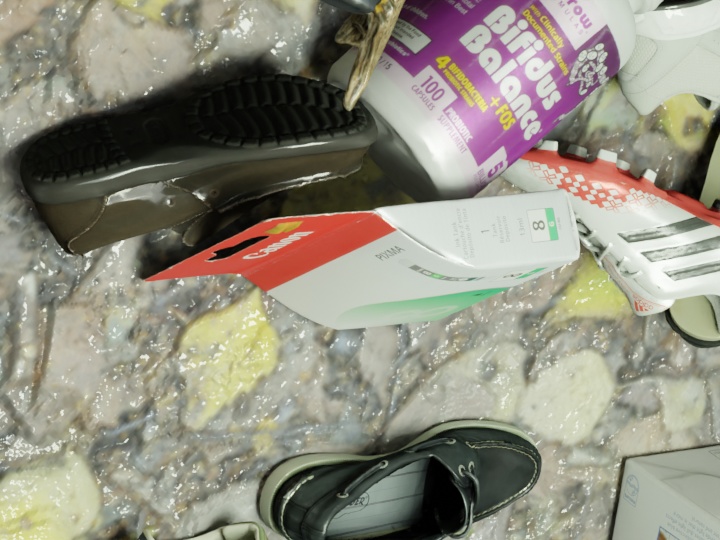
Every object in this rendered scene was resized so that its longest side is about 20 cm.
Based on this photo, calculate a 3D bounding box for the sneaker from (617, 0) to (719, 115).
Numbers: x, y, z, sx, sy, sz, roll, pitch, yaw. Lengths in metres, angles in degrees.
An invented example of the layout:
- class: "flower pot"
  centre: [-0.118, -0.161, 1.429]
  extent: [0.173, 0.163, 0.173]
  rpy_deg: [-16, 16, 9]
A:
- class: "sneaker"
  centre: [0.241, -0.148, 1.841]
  extent: [0.200, 0.076, 0.092]
  rpy_deg: [-9, 123, -21]

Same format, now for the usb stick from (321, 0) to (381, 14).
- class: "usb stick"
  centre: [0.012, -0.234, 1.532]
  extent: [0.055, 0.033, 0.201]
  rpy_deg: [20, 82, -42]

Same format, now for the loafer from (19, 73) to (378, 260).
- class: "loafer"
  centre: [-0.088, -0.055, 1.653]
  extent: [0.199, 0.073, 0.071]
  rpy_deg: [-10, 128, -6]

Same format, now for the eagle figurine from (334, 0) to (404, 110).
- class: "eagle figurine"
  centre: [-0.049, -0.211, 1.602]
  extent: [0.200, 0.151, 0.152]
  rpy_deg: [29, 49, -10]

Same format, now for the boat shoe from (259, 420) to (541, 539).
- class: "boat shoe"
  centre: [0.039, 0.140, 1.833]
  extent: [0.199, 0.066, 0.075]
  rpy_deg: [-1, 111, -33]

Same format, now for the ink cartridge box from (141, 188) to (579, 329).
- class: "ink cartridge box"
  centre: [0.000, 0.000, 1.690]
  extent: [0.200, 0.161, 0.050]
  rpy_deg: [-8, 81, -32]

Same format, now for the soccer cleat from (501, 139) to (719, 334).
- class: "soccer cleat"
  centre: [0.166, -0.020, 1.814]
  extent: [0.200, 0.069, 0.085]
  rpy_deg: [21, 90, -17]

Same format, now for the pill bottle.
- class: "pill bottle"
  centre: [0.087, -0.135, 1.713]
  extent: [0.200, 0.112, 0.112]
  rpy_deg: [-42, 127, -11]

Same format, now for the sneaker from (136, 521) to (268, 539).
- class: "sneaker"
  centre: [-0.063, 0.196, 1.790]
  extent: [0.200, 0.067, 0.090]
  rpy_deg: [5, 113, -31]

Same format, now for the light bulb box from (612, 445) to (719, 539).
- class: "light bulb box"
  centre: [0.272, 0.229, 1.989]
  extent: [0.198, 0.125, 0.201]
  rpy_deg: [-5, 114, -32]

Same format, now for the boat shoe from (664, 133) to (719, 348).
- class: "boat shoe"
  centre: [0.252, -0.044, 1.897]
  extent: [0.202, 0.074, 0.063]
  rpy_deg: [-64, 172, -7]
